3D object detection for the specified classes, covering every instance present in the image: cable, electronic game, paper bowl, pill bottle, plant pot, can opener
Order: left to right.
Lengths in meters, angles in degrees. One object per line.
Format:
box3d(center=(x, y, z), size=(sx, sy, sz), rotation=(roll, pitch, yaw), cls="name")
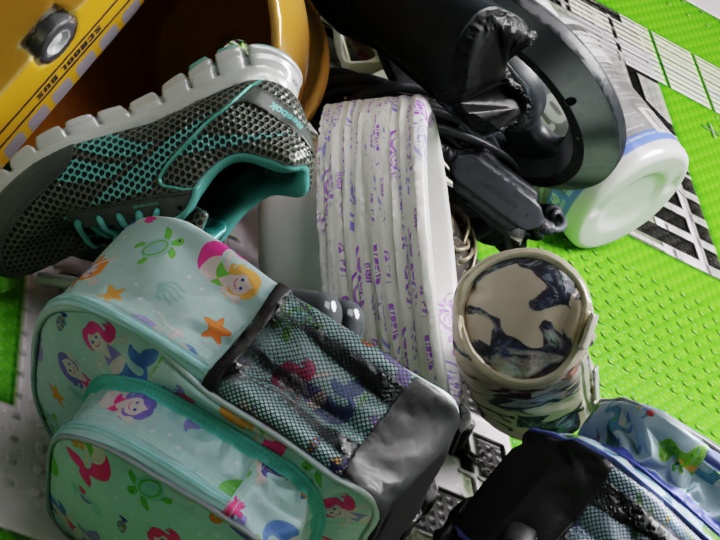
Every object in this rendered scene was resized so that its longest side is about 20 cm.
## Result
box3d(center=(-0.109, -0.133, 1.181), size=(0.200, 0.200, 0.183), rotation=(46, 15, 12), cls="plant pot")
box3d(center=(-0.090, 0.009, 1.037), size=(0.200, 0.067, 0.053), rotation=(12, -2, 30), cls="can opener")
box3d(center=(0.000, 0.000, 1.123), size=(0.104, 0.201, 0.201), rotation=(-4, 35, 6), cls="paper bowl")
box3d(center=(0.042, -0.079, 1.310), size=(0.200, 0.051, 0.163), rotation=(33, -8, -19), cls="cable")
box3d(center=(0.088, -0.127, 1.269), size=(0.200, 0.200, 0.042), rotation=(39, 67, -1), cls="electronic game")
box3d(center=(0.155, -0.126, 1.505), size=(0.114, 0.114, 0.200), rotation=(-4, 51, -49), cls="pill bottle")

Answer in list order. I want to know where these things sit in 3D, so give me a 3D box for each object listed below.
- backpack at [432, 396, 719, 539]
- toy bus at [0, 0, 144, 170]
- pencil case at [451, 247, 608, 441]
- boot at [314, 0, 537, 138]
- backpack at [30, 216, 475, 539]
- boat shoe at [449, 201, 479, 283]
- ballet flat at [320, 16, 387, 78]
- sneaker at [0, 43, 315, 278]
box3d(center=(0.166, 0.169, 1.054), size=(0.200, 0.147, 0.183), rotation=(44, -8, -3), cls="backpack")
box3d(center=(-0.207, -0.105, 1.042), size=(0.065, 0.200, 0.078), rotation=(37, -8, 12), cls="toy bus")
box3d(center=(0.101, 0.048, 1.123), size=(0.089, 0.078, 0.200), rotation=(8, -14, 9), cls="pencil case")
box3d(center=(0.025, -0.182, 1.124), size=(0.168, 0.076, 0.200), rotation=(39, -19, 38), cls="boot")
box3d(center=(-0.072, 0.078, 0.933), size=(0.200, 0.178, 0.151), rotation=(39, 59, 12), cls="backpack")
box3d(center=(0.043, -0.005, 1.264), size=(0.200, 0.073, 0.075), rotation=(24, 34, -24), cls="boat shoe")
box3d(center=(0.022, -0.153, 1.461), size=(0.064, 0.076, 0.200), rotation=(-16, 50, -18), cls="ballet flat")
box3d(center=(-0.112, -0.042, 1.019), size=(0.091, 0.200, 0.078), rotation=(65, 7, 33), cls="sneaker")
